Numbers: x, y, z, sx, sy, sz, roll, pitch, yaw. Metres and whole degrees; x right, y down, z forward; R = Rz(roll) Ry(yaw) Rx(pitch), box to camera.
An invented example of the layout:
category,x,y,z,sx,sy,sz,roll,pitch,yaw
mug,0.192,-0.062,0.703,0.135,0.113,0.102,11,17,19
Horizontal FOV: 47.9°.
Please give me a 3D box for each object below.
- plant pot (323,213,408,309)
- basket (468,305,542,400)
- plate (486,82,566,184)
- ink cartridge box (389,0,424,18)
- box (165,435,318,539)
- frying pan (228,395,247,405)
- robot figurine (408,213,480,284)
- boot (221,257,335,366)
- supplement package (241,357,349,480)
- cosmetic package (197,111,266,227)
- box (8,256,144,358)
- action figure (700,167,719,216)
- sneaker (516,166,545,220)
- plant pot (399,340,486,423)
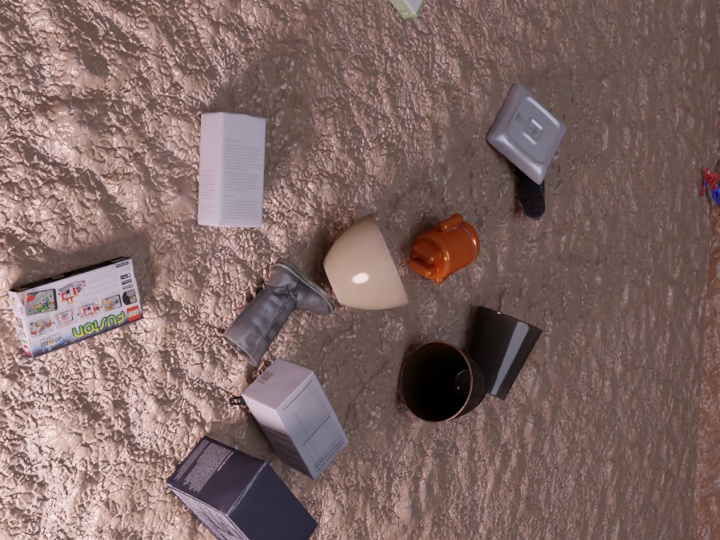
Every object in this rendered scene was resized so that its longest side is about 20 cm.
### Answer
category,x,y,z,sx,sy,sz,roll,pitch,yaw
plant pot,0.000,0.000,1.675,0.133,0.201,0.201,-22,117,-1
basket,0.349,0.216,2.067,0.179,0.136,0.202,21,86,-7
plate,0.441,-0.359,2.102,0.199,0.032,0.201,36,69,-17
ink cartridge box,0.084,-0.667,1.743,0.200,0.048,0.146,41,67,-40
box,-0.216,0.430,1.491,0.123,0.197,0.201,-50,127,-27
frying pan,-0.182,0.267,1.619,0.189,0.031,0.116,-24,113,-37
robot figurine,0.201,-0.049,1.899,0.199,0.116,0.145,-25,98,-39
boot,-0.157,0.100,1.594,0.182,0.072,0.201,40,60,-25
supplement package,-0.125,0.290,1.586,0.114,0.109,0.201,-43,127,-29
cosmetic package,-0.235,-0.182,1.477,0.101,0.071,0.202,-1,96,-44
box,-0.456,0.056,1.315,0.199,0.035,0.111,-21,110,-41
action figure,1.298,-0.277,2.980,0.099,0.065,0.201,-39,110,-31
sneaker,0.461,-0.234,2.179,0.088,0.075,0.202,11,79,-74
plant pot,0.223,0.271,1.935,0.199,0.186,0.189,19,82,-55
